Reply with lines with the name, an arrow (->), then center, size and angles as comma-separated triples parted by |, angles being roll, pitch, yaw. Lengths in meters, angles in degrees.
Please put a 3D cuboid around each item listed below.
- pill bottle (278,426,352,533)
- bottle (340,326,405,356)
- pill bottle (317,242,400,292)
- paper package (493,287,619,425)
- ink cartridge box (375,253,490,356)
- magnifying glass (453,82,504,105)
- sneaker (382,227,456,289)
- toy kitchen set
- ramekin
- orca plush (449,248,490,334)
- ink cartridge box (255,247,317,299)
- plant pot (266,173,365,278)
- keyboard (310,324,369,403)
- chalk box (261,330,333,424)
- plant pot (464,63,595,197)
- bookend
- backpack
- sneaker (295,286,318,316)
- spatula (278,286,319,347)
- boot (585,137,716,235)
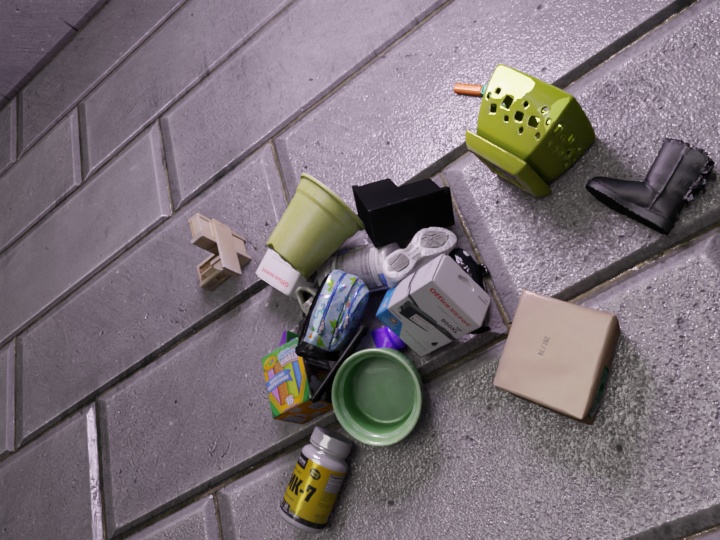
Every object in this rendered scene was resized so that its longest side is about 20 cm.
pill bottle -> -0.096, 0.464, 1.332 | 0.113, 0.114, 0.204 | 18, 83, 36
bottle -> 0.044, 0.178, 1.371 | 0.199, 0.065, 0.084 | -39, 57, 16
pill bottle -> 0.000, 0.000, 1.435 | 0.196, 0.113, 0.117 | -12, 66, 29
paper package -> 0.376, 0.162, 1.136 | 0.188, 0.103, 0.204 | 16, 82, 36
ink cartridge box -> 0.149, 0.077, 1.238 | 0.199, 0.144, 0.085 | -37, 16, 48
magnifying glass -> 0.315, -0.433, 1.444 | 0.197, 0.022, 0.081 | 20, 85, 35
sneaker -> 0.132, -0.023, 1.346 | 0.197, 0.100, 0.078 | -29, 58, -15
toy kitchen set -> -0.427, -0.015, 1.667 | 0.179, 0.199, 0.166 | -34, 57, 18
ramekin -> 0.044, 0.264, 1.284 | 0.195, 0.097, 0.206 | 1, 92, 16
orca plush -> 0.224, 0.037, 1.300 | 0.103, 0.071, 0.205 | -10, 68, 30
ink cartridge box -> -0.167, -0.040, 1.576 | 0.143, 0.084, 0.203 | 26, 87, 37
plant pot -> -0.120, -0.093, 1.413 | 0.199, 0.201, 0.185 | 36, 83, 36
keyboard -> -0.042, 0.205, 1.314 | 0.020, 0.127, 0.202 | 36, 89, 6
chalk box -> -0.152, 0.248, 1.441 | 0.122, 0.124, 0.204 | -30, 58, 20
plant pot -> 0.349, -0.284, 1.263 | 0.199, 0.197, 0.184 | 41, 102, 36
bookend -> 0.096, -0.157, 1.423 | 0.194, 0.094, 0.201 | -17, 26, -6
backpack -> -0.058, 0.102, 1.345 | 0.150, 0.163, 0.205 | 6, 81, 11
sneaker -> -0.099, 0.120, 1.461 | 0.075, 0.099, 0.201 | -42, 64, 6
spatula -> -0.156, 0.131, 1.546 | 0.056, 0.020, 0.203 | 25, 83, 37
boot -> 0.563, -0.181, 1.155 | 0.197, 0.073, 0.164 | 36, 96, 29
